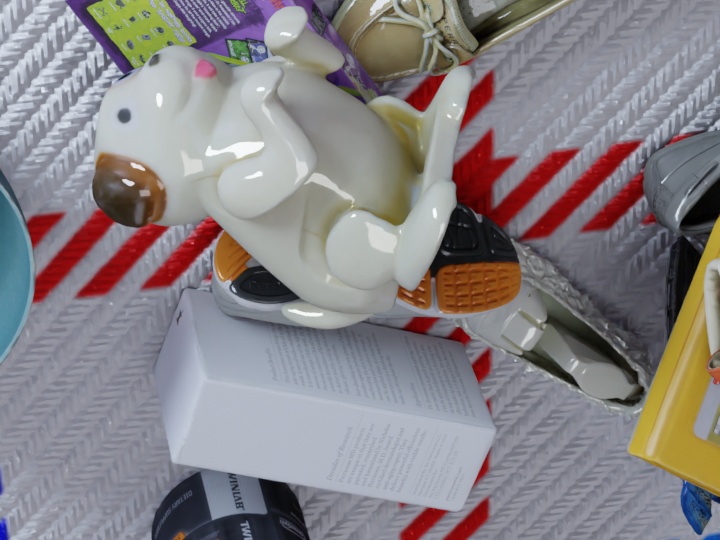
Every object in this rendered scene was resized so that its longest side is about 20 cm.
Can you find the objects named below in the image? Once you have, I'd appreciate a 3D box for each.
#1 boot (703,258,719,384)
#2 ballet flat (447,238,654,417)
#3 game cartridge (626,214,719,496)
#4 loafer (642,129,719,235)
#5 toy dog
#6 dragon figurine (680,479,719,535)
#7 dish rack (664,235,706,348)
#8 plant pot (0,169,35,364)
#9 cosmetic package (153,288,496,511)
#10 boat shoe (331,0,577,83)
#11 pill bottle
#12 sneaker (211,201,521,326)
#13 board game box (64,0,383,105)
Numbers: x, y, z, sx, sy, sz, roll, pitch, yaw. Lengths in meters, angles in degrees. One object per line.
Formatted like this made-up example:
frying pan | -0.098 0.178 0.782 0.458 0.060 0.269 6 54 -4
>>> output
boot | 0.255 0.081 1.461 0.106 0.075 0.202 -7 91 -20
ballet flat | 0.122 0.037 1.591 0.199 0.072 0.072 30 111 -27
game cartridge | 0.272 0.054 1.517 0.176 0.032 0.201 25 85 -26
loafer | 0.279 -0.073 1.554 0.199 0.070 0.070 -25 124 3
toy dog | -0.054 -0.064 1.402 0.199 0.140 0.194 19 143 -7
dragon figurine | 0.238 0.137 1.661 0.059 0.100 0.201 -27 126 5
dish rack | 0.268 0.067 1.599 0.054 0.154 0.200 -27 126 30
plant pot | -0.293 -0.029 1.404 0.198 0.135 0.201 -7 123 -10
cosmetic package | -0.024 0.084 1.562 0.199 0.102 0.072 12 119 -20
boat shoe | 0.075 -0.164 1.450 0.199 0.063 0.073 -24 125 3
pill bottle | -0.072 0.224 1.580 0.105 0.200 0.107 -6 123 -10
sneaker | 0.000 0.000 1.533 0.198 0.076 0.092 3 165 -13
board game box | -0.069 -0.118 1.446 0.119 0.032 0.200 -18 128 26
